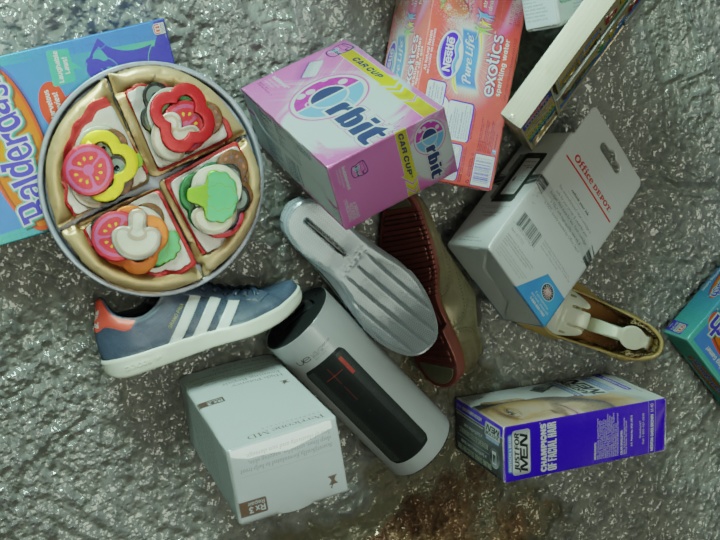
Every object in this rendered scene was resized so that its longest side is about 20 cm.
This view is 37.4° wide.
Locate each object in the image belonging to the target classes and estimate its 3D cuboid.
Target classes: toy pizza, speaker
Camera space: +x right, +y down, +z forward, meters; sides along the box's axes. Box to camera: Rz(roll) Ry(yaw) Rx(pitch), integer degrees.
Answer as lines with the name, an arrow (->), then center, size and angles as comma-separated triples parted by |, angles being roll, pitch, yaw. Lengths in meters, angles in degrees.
toy pizza -> -0.175, -0.078, 0.915 | 0.197, 0.032, 0.204 | -2, 96, -22
speaker -> -0.001, 0.110, 1.050 | 0.081, 0.081, 0.200 | -46, 112, -8

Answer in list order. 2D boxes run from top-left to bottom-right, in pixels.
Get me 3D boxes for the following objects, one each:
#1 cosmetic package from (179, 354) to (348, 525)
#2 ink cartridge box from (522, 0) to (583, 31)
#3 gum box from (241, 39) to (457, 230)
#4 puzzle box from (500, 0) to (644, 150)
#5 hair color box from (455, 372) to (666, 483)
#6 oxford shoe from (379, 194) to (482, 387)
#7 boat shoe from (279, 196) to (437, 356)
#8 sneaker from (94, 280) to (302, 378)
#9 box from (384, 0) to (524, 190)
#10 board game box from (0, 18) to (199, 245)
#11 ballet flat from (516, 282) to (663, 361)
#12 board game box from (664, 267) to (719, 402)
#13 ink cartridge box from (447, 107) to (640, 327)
cosmetic package -> -0.092, 0.144, 0.952 | 0.100, 0.200, 0.075 | -14, 105, -19
ink cartridge box -> 0.194, -0.343, 1.014 | 0.196, 0.043, 0.203 | -29, 112, -54
gum box -> -0.016, -0.128, 0.941 | 0.112, 0.200, 0.067 | -28, 129, -14
puzzle box -> 0.208, -0.210, 1.004 | 0.025, 0.133, 0.201 | 38, 97, 13
hair color box -> 0.211, 0.163, 1.129 | 0.197, 0.109, 0.066 | -8, 102, -21
oxford shoe -> 0.074, 0.012, 1.081 | 0.074, 0.070, 0.203 | -27, 109, -44
boat shoe -> 0.000, 0.000, 1.029 | 0.072, 0.062, 0.200 | -43, 106, 0
sneaker -> -0.150, 0.028, 0.979 | 0.197, 0.075, 0.086 | -19, 99, -22
box -> 0.081, -0.186, 1.021 | 0.101, 0.094, 0.204 | 7, 96, -23
board game box -> -0.249, -0.121, 0.926 | 0.197, 0.045, 0.155 | -18, 106, -18
ballet flat -> 0.246, 0.051, 1.148 | 0.197, 0.063, 0.070 | 17, 93, -23
board game box -> 0.467, 0.053, 1.240 | 0.200, 0.045, 0.152 | -47, 112, -8
ink cartridge box -> 0.192, -0.058, 1.088 | 0.201, 0.067, 0.116 | -51, 120, -20
